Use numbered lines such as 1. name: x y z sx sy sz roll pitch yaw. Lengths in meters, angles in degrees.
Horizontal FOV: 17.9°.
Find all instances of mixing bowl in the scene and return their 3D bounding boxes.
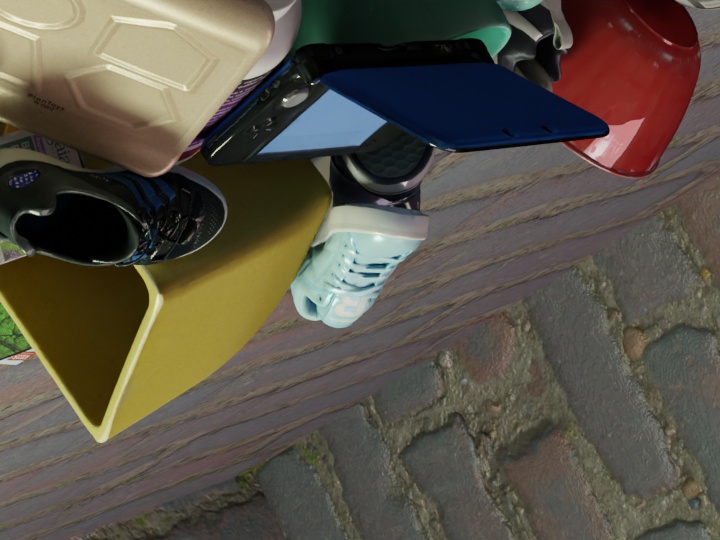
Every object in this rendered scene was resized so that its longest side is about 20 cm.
1. mixing bowl: 0.212 -0.189 1.918 0.108 0.200 0.200 -45 163 30

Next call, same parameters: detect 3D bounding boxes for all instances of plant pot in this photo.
1. plant pot: -0.139 -0.032 1.650 0.200 0.194 0.196 -23 156 -34

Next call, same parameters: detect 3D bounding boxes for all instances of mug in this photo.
1. mug: 0.027 -0.187 1.610 0.185 0.115 0.152 -23 169 -28

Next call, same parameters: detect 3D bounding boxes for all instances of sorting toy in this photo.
1. sorting toy: -0.163 -0.138 1.332 0.184 0.037 0.200 21 150 -15

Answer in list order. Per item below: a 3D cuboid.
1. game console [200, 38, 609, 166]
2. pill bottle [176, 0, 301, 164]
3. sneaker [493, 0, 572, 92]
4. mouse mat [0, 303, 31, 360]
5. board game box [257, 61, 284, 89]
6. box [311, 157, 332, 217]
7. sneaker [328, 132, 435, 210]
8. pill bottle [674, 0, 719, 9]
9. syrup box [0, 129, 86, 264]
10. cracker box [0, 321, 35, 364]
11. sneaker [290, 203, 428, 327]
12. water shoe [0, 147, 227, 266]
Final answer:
1. game console: 0.029 -0.084 1.473 0.171 0.119 0.200 -39 161 34
2. pill bottle: -0.109 -0.150 1.438 0.112 0.113 0.200 -21 169 -34
3. sneaker: 0.096 -0.172 1.834 0.199 0.130 0.079 -34 167 36
4. mouse mat: -0.347 0.042 1.943 0.160 0.008 0.200 -21 152 -5
5. board game box: -0.091 -0.115 1.842 0.200 0.062 0.200 -34 168 27
6. box: 0.007 -0.100 1.939 0.200 0.068 0.082 -47 -172 -16
7. sneaker: 0.018 -0.071 1.732 0.077 0.147 0.203 -7 -147 -4
8. pill bottle: 0.275 -0.272 1.841 0.114 0.114 0.200 -29 171 15
9. syrup box: -0.259 -0.044 1.535 0.081 0.079 0.200 -21 -173 -32
10. cracker box: -0.269 0.014 2.057 0.200 0.058 0.134 -30 169 11
11. sneaker: 0.000 0.000 1.687 0.074 0.082 0.200 4 171 -16
12. water shoe: -0.154 -0.025 1.426 0.200 0.079 0.072 4 118 -44
